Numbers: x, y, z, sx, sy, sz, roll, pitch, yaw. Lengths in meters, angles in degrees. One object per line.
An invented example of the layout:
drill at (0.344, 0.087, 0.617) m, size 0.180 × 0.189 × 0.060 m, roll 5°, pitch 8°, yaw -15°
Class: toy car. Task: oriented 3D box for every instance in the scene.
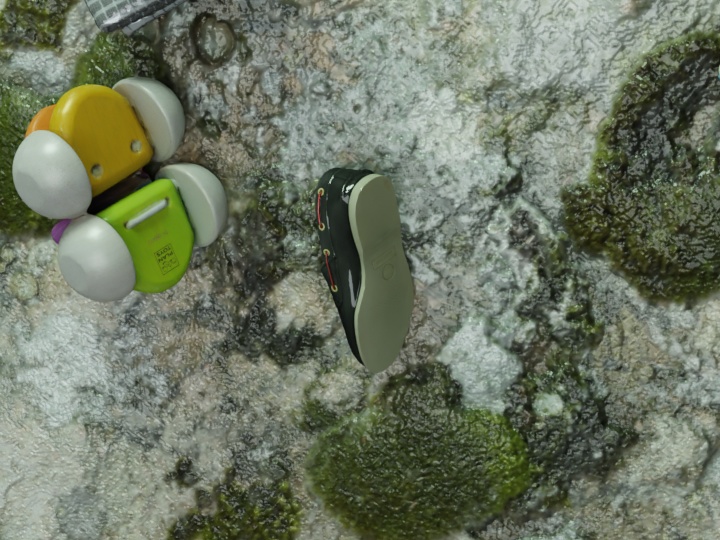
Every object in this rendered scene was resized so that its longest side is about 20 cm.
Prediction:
toy car at (-0.235, -0.068, 1.519) m, size 0.150 × 0.175 × 0.201 m, roll -13°, pitch 108°, yaw 49°

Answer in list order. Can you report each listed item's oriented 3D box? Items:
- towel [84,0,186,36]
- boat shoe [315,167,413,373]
towel at (-0.183, -0.318, 1.457) m, size 0.199 × 0.086 × 0.166 m, roll -27°, pitch 100°, yaw 16°
boat shoe at (0.002, -0.001, 1.538) m, size 0.063 × 0.074 × 0.202 m, roll 18°, pitch 125°, yaw 42°
